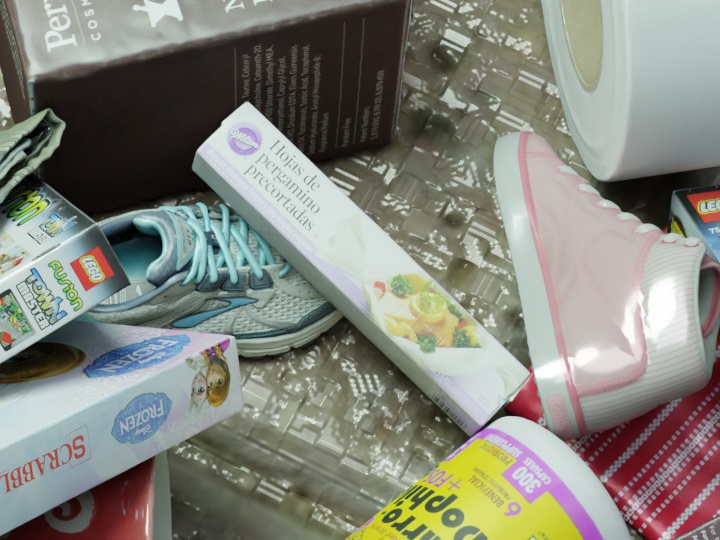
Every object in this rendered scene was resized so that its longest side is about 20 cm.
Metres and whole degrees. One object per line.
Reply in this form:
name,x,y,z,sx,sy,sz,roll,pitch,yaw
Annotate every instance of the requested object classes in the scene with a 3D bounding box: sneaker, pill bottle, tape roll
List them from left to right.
sneaker,-0.084,0.002,1.481,0.200,0.086,0.078,-14,67,-10
pill bottle,0.030,0.167,1.404,0.200,0.104,0.104,-38,73,-19
sneaker,0.130,-0.002,1.474,0.105,0.075,0.200,-16,43,7
tape roll,0.146,-0.149,1.502,0.071,0.202,0.203,-7,66,-7

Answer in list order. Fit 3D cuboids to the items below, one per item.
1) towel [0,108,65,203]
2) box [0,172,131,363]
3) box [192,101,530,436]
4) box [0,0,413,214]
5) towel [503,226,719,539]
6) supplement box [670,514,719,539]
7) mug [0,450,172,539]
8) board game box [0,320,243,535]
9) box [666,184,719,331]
towel,-0.251,0.001,1.390,0.035,0.200,0.193,60,33,-14
box,-0.185,0.002,1.382,0.110,0.200,0.035,-31,108,-9
box,0.000,0.000,1.449,0.200,0.041,0.039,44,76,4
box,-0.092,-0.149,1.507,0.200,0.164,0.166,-14,67,-10
towel,0.189,0.084,1.497,0.200,0.022,0.145,41,70,14
supplement box,0.232,0.123,1.396,0.200,0.109,0.061,-30,77,8
mug,-0.194,0.138,1.370,0.200,0.178,0.134,0,69,1
board game box,-0.193,0.069,1.360,0.199,0.041,0.200,4,18,33
box,0.274,-0.001,1.488,0.200,0.040,0.137,-7,38,-15
